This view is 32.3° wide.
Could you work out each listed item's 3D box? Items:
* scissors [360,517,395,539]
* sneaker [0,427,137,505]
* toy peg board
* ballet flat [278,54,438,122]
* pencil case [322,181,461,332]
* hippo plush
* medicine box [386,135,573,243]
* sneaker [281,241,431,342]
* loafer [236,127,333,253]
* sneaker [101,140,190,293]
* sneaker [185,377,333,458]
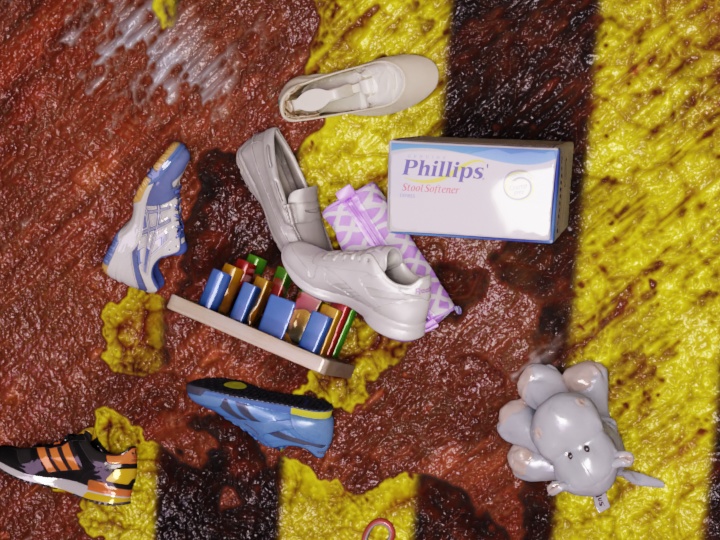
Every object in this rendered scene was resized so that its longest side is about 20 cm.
[{"bbox_3d":[-0.024,0.386,1.597,0.199,0.014,0.073,-33,91,15],"label":"scissors"},{"bbox_3d":[-0.386,0.246,1.651,0.199,0.070,0.091,15,86,12],"label":"sneaker"},{"bbox_3d":[-0.098,0.044,1.484,0.199,0.199,0.098,22,87,10],"label":"toy peg board"},{"bbox_3d":[-0.007,-0.213,1.481,0.198,0.069,0.070,-11,95,15],"label":"ballet flat"},{"bbox_3d":[0.033,-0.009,1.490,0.084,0.085,0.201,-35,87,10],"label":"pencil case"},{"bbox_3d":[0.234,0.209,1.429,0.159,0.161,0.201,-26,91,16],"label":"hippo plush"},{"bbox_3d":[0.138,-0.095,1.390,0.181,0.200,0.104,4,99,14],"label":"medicine box"},{"bbox_3d":[0.000,0.000,1.432,0.199,0.075,0.100,27,118,22],"label":"sneaker"},{"bbox_3d":[-0.080,-0.079,1.515,0.070,0.070,0.201,-31,89,33],"label":"loafer"},{"bbox_3d":[-0.248,-0.065,1.570,0.088,0.075,0.201,28,111,-3],"label":"sneaker"},{"bbox_3d":[-0.131,0.188,1.571,0.199,0.066,0.079,12,105,12],"label":"sneaker"}]
